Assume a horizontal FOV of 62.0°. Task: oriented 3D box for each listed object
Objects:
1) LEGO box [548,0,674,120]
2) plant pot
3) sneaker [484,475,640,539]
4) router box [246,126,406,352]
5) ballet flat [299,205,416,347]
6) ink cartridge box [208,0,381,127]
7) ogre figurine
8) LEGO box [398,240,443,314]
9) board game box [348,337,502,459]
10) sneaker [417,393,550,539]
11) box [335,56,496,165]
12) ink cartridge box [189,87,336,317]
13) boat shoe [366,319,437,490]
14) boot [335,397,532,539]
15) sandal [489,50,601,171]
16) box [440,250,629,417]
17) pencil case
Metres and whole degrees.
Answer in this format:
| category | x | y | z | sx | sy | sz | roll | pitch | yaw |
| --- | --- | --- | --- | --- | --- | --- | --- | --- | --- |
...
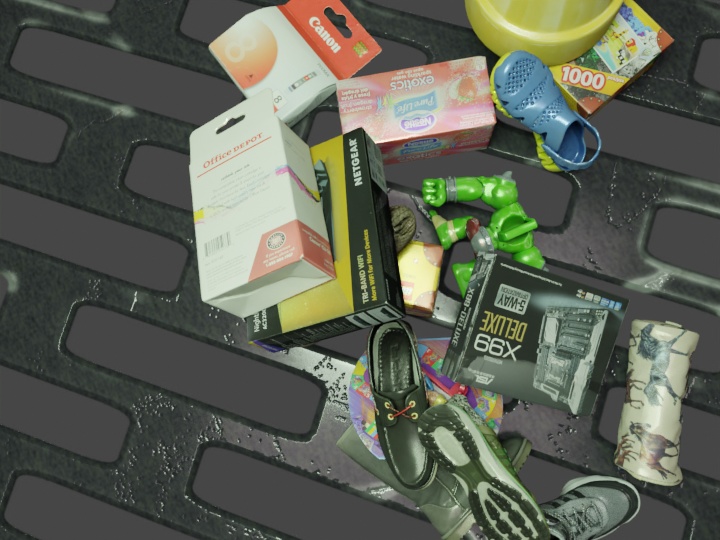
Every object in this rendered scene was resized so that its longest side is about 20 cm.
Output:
| category | x | y | z | sx | sy | sz | roll | pitch | yaw |
| --- | --- | --- | --- | --- | --- | --- | --- | --- | --- |
| LEGO box | 0.287 | -0.316 | 0.815 | 0.149 | 0.077 | 0.200 | -41 | 81 | 0 |
| plant pot | 0.225 | -0.373 | 0.694 | 0.199 | 0.189 | 0.203 | -1 | 82 | 6 |
| sneaker | 0.251 | 0.308 | 0.719 | 0.198 | 0.114 | 0.076 | -17 | 82 | 3 |
| router box | -0.045 | -0.031 | 0.628 | 0.156 | 0.052 | 0.202 | -18 | 64 | 21 |
| ballet flat | -0.015 | 0.004 | 0.652 | 0.200 | 0.046 | 0.067 | -43 | 80 | 0 |
| ink cartridge box | -0.094 | -0.319 | 0.867 | 0.200 | 0.050 | 0.163 | -40 | 81 | 3 |
| ogre figurine | 0.167 | -0.038 | 0.781 | 0.119 | 0.098 | 0.202 | -22 | 77 | 8 |
| LEGO box | 0.000 | 0.000 | 0.758 | 0.198 | 0.149 | 0.078 | 11 | 84 | 7 |
| board game box | 0.083 | 0.150 | 0.756 | 0.198 | 0.039 | 0.159 | -2 | 58 | -2 |
| sneaker | 0.151 | 0.219 | 0.673 | 0.077 | 0.088 | 0.201 | -35 | 89 | 34 |
| box | 0.074 | -0.209 | 0.810 | 0.198 | 0.103 | 0.096 | -8 | 82 | 3 |
| ink cartridge box | -0.104 | -0.070 | 0.603 | 0.116 | 0.067 | 0.202 | -22 | 63 | 20 |
| boat shoe | 0.045 | 0.153 | 0.706 | 0.073 | 0.063 | 0.203 | -12 | 71 | 14 |
| boot | 0.094 | 0.225 | 0.776 | 0.182 | 0.073 | 0.200 | -44 | 72 | -9 |
| sandal | 0.240 | -0.194 | 0.749 | 0.200 | 0.087 | 0.080 | 37 | 97 | -30 |
| box | 0.215 | 0.080 | 0.739 | 0.198 | 0.050 | 0.159 | 18 | 92 | -16 |
| pencil case | 0.369 | 0.158 | 0.747 | 0.077 | 0.089 | 0.202 | 6 | 82 | 35 |
